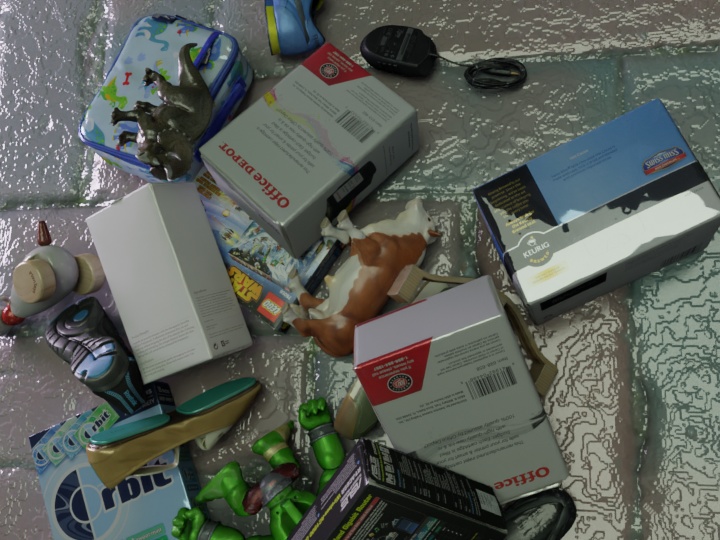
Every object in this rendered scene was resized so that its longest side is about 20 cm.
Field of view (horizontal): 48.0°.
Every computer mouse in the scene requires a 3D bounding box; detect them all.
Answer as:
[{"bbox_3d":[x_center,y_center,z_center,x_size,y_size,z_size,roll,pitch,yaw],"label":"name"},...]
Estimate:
[{"bbox_3d":[0.095,-0.242,0.947,0.199,0.034,0.059,18,66,13],"label":"computer mouse"}]

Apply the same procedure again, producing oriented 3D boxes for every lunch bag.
[{"bbox_3d":[-0.234,-0.209,0.988,0.160,0.082,0.200,24,78,20],"label":"lunch bag"}]

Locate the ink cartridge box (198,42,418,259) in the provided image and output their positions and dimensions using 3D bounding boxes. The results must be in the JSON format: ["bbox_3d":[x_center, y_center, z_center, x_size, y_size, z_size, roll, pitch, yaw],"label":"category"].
[{"bbox_3d":[-0.055,-0.135,0.904,0.200,0.083,0.146,-43,68,-13],"label":"ink cartridge box"}]

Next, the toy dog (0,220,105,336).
[{"bbox_3d":[-0.409,0.010,0.972,0.199,0.132,0.097,-22,83,9],"label":"toy dog"}]

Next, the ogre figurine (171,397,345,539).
[{"bbox_3d":[-0.087,0.239,0.844,0.200,0.098,0.120,-32,69,-33],"label":"ogre figurine"}]

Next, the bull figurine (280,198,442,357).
[{"bbox_3d":[0.000,0.000,0.877,0.121,0.065,0.200,29,94,-24],"label":"bull figurine"}]

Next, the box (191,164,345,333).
[{"bbox_3d":[-0.130,-0.038,0.952,0.200,0.040,0.137,35,87,19],"label":"box"}]

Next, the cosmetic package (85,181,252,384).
[{"bbox_3d":[-0.214,0.012,0.905,0.107,0.085,0.201,-20,87,27],"label":"cosmetic package"}]

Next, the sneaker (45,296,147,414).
[{"bbox_3d":[-0.305,0.098,0.934,0.073,0.082,0.200,-36,36,-10],"label":"sneaker"}]

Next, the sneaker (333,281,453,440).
[{"bbox_3d":[0.061,0.107,0.850,0.090,0.067,0.200,32,81,22],"label":"sneaker"}]

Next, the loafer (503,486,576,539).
[{"bbox_3d":[0.129,0.285,0.794,0.200,0.070,0.068,-43,71,3],"label":"loafer"}]

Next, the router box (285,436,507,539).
[{"bbox_3d":[0.017,0.266,0.758,0.150,0.062,0.200,25,114,-20],"label":"router box"}]

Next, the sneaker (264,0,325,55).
[{"bbox_3d":[-0.084,-0.360,1.004,0.078,0.066,0.201,-8,76,1],"label":"sneaker"}]

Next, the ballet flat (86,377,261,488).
[{"bbox_3d":[-0.197,0.178,0.887,0.199,0.069,0.063,-19,101,-24],"label":"ballet flat"}]

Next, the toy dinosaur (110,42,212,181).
[{"bbox_3d":[-0.209,-0.168,0.898,0.102,0.077,0.200,20,52,3],"label":"toy dinosaur"}]

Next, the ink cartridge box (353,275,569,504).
[{"bbox_3d":[0.097,0.127,0.778,0.144,0.084,0.200,-21,113,10],"label":"ink cartridge box"}]

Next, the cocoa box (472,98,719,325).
[{"bbox_3d":[0.232,-0.052,0.808,0.200,0.133,0.132,-26,72,8],"label":"cocoa box"}]

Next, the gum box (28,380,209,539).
[{"bbox_3d":[-0.273,0.252,0.923,0.169,0.045,0.201,-25,73,7],"label":"gum box"}]

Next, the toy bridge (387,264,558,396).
[{"bbox_3d":[0.125,0.051,0.823,0.200,0.027,0.067,34,76,-13],"label":"toy bridge"}]
